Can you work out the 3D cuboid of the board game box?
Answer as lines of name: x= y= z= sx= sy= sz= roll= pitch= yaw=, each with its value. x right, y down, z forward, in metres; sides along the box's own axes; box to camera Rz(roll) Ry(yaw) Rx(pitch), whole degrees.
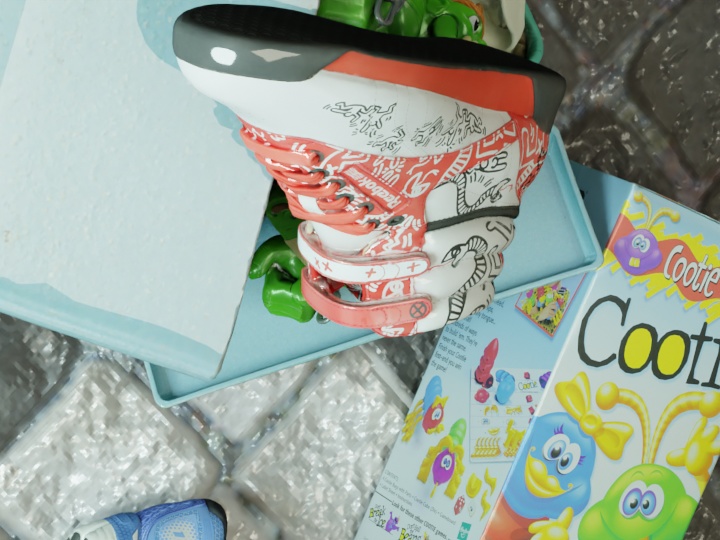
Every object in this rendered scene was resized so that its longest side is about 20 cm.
board game box: x=0.096 y=0.060 z=1.314 sx=0.103 sy=0.105 sz=0.200 roll=22 pitch=92 yaw=-29

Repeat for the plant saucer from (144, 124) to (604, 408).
plant saucer: x=0.000 y=0.000 z=1.251 sx=0.199 sy=0.019 sz=0.070 roll=-18 pitch=69 yaw=-1

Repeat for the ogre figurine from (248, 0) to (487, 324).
ogre figurine: x=-0.006 y=-0.079 z=1.177 sx=0.200 sy=0.098 sz=0.120 roll=70 pitch=28 yaw=-48

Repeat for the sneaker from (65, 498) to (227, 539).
sneaker: x=-0.059 y=0.192 z=1.284 sx=0.089 sy=0.079 sz=0.200 roll=-22 pitch=110 yaw=-17

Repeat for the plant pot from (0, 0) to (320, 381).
plant pot: x=-0.141 y=-0.089 z=1.122 sx=0.199 sy=0.196 sz=0.196 roll=14 pitch=96 yaw=-16

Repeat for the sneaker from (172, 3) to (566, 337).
sneaker: x=-0.002 y=-0.031 z=1.038 sx=0.201 sy=0.067 sz=0.108 roll=3 pitch=108 yaw=-55

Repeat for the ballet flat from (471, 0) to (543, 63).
ballet flat: x=0.024 y=-0.152 z=1.231 sx=0.200 sy=0.070 sz=0.067 roll=57 pitch=34 yaw=-37
